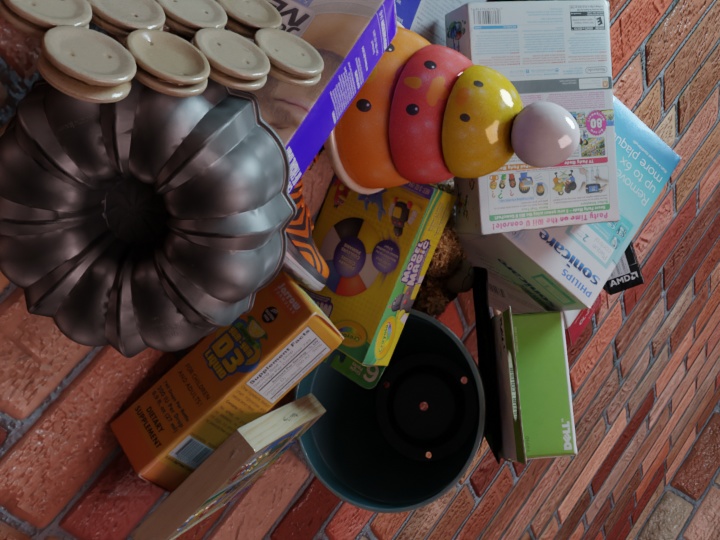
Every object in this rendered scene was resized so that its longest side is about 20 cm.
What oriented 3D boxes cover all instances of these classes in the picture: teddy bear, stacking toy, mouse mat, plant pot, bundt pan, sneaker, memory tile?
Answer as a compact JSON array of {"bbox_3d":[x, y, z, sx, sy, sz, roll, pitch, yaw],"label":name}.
[{"bbox_3d":[0.083,-0.027,0.950,0.146,0.066,0.202,-82,162,-49],"label":"teddy bear"},{"bbox_3d":[0.080,-0.123,0.702,0.146,0.198,0.148,-27,123,-52],"label":"stacking toy"},{"bbox_3d":[0.137,0.097,0.971,0.161,0.007,0.203,-18,103,-88],"label":"mouse mat"},{"bbox_3d":[0.053,0.148,0.955,0.202,0.198,0.188,-63,160,1],"label":"plant pot"},{"bbox_3d":[-0.141,-0.036,0.548,0.076,0.199,0.204,-87,-167,-73],"label":"bundt pan"},{"bbox_3d":[-0.057,-0.066,0.750,0.113,0.077,0.200,-54,145,-11],"label":"sneaker"},{"bbox_3d":[-0.125,-0.156,0.537,0.199,0.153,0.017,-16,146,-48],"label":"memory tile"}]

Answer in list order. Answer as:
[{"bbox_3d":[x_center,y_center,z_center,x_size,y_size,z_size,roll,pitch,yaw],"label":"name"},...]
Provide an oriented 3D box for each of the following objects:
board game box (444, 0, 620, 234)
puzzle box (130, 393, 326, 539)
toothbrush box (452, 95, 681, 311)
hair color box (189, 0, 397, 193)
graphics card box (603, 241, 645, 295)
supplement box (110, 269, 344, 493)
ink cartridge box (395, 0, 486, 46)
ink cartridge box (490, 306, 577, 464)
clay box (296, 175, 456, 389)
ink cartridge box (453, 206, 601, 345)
[{"bbox_3d":[0.158,-0.140,0.813,0.145,0.064,0.203,-5,95,-17],"label":"board game box"},{"bbox_3d":[-0.110,0.177,0.793,0.133,0.025,0.200,-45,170,11],"label":"puzzle box"},{"bbox_3d":[0.214,-0.079,0.918,0.201,0.146,0.085,-53,-170,-14],"label":"toothbrush box"},{"bbox_3d":[-0.070,-0.136,0.643,0.201,0.109,0.065,-58,167,-9],"label":"hair color box"},{"bbox_3d":[0.288,-0.080,1.096,0.126,0.050,0.202,-76,145,-78],"label":"graphics card box"},{"bbox_3d":[-0.113,0.095,0.753,0.200,0.067,0.069,-42,144,-4],"label":"supplement box"},{"bbox_3d":[0.030,-0.217,0.797,0.197,0.047,0.202,14,99,-55],"label":"ink cartridge box"},{"bbox_3d":[0.176,0.116,0.888,0.200,0.075,0.150,81,5,-82],"label":"ink cartridge box"},{"bbox_3d":[0.000,0.000,0.839,0.047,0.114,0.202,13,101,-54],"label":"clay box"},{"bbox_3d":[0.206,-0.015,1.076,0.083,0.145,0.201,-50,145,-17],"label":"ink cartridge box"}]
